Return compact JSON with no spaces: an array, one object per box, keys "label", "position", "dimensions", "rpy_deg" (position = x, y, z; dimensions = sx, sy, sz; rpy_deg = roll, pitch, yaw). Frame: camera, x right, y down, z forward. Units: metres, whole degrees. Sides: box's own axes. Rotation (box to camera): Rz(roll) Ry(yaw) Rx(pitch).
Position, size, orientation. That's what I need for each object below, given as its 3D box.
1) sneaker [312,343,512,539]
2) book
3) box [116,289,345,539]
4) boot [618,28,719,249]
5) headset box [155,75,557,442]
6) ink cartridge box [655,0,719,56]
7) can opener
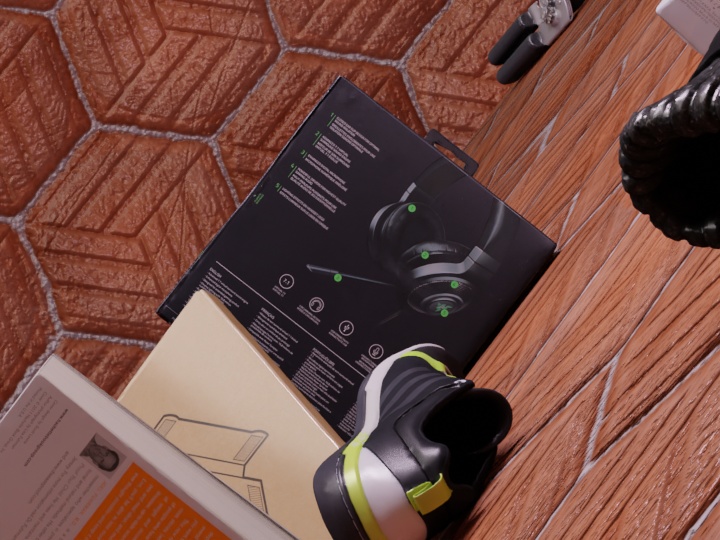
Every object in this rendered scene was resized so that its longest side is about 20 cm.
[{"label":"sneaker","position":[0.042,0.084,1.402],"dimensions":[0.083,0.072,0.200],"rpy_deg":[-26,13,20]},{"label":"book","position":[-0.116,0.156,1.468],"dimensions":[0.134,0.200,0.048],"rpy_deg":[-51,3,18]},{"label":"box","position":[-0.086,0.133,1.706],"dimensions":[0.021,0.200,0.164],"rpy_deg":[24,-73,-49]},{"label":"boot","position":[0.183,-0.108,1.065],"dimensions":[0.158,0.079,0.211],"rpy_deg":[-46,-13,-38]},{"label":"headset box","position":[0.000,0.000,1.818],"dimensions":[0.200,0.174,0.093],"rpy_deg":[-53,2,-3]},{"label":"ink cartridge box","position":[0.268,-0.225,1.697],"dimensions":[0.160,0.047,0.200],"rpy_deg":[-53,8,-28]},{"label":"can opener","position":[0.212,-0.281,3.454],"dimensions":[0.066,0.053,0.200],"rpy_deg":[-14,-17,-29]}]
